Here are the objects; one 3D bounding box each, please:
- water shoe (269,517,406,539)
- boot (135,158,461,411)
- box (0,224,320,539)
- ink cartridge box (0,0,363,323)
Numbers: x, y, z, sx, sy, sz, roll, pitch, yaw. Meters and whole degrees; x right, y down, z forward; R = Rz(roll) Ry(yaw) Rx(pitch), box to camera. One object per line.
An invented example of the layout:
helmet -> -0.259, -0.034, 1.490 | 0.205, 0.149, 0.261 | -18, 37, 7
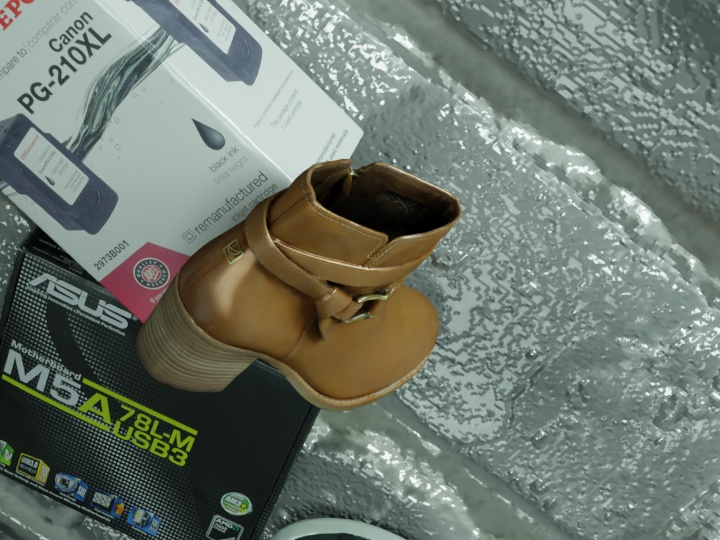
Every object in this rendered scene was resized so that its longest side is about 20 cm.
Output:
water shoe -> 0.027, 0.221, 1.081 | 0.200, 0.079, 0.072 | 23, 129, 4
boot -> 0.000, 0.000, 0.873 | 0.200, 0.077, 0.155 | 7, 143, -40
box -> -0.132, 0.083, 1.062 | 0.200, 0.048, 0.193 | 26, 132, 0
ink cartridge box -> -0.123, -0.086, 0.908 | 0.200, 0.084, 0.145 | 44, 127, -13
